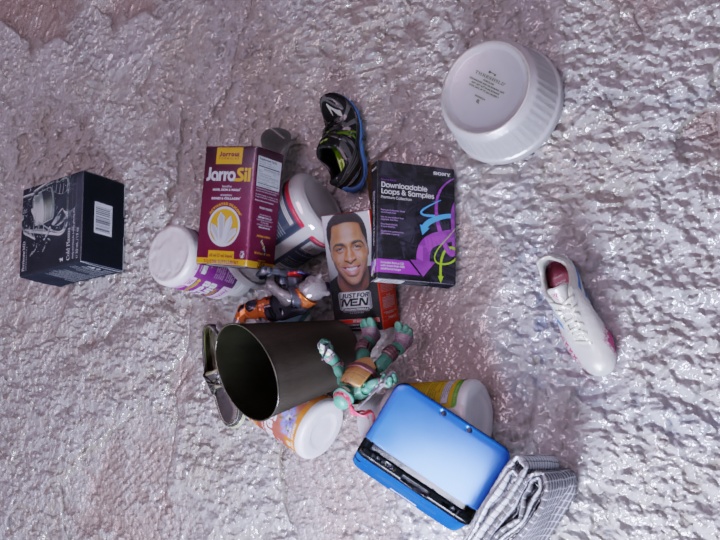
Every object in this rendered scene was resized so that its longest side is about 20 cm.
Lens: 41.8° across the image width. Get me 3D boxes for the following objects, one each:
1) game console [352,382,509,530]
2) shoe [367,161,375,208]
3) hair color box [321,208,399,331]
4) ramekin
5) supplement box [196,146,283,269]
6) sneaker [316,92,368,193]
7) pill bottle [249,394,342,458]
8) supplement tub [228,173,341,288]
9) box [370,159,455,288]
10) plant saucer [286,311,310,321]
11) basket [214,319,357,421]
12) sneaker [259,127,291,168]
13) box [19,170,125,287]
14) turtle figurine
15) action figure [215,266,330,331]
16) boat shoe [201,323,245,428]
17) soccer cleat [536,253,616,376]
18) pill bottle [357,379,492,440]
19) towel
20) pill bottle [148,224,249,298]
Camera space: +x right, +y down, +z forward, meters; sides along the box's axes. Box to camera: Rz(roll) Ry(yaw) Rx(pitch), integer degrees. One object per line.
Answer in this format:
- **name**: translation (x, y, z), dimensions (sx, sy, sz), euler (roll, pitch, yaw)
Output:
- **game console**: translation (0.103, 0.287, 1.435), dimensions (0.199, 0.171, 0.119), euler (33, 70, 7)
- **shoe**: translation (0.059, -0.102, 1.629), dimensions (0.070, 0.053, 0.202), euler (115, 142, -57)
- **hair color box**: translation (0.000, 0.000, 1.602), dimensions (0.101, 0.061, 0.203), euler (-6, 93, 32)
- **ramekin**: translation (0.221, -0.282, 1.534), dimensions (0.201, 0.094, 0.205), euler (-8, 76, 32)
- **supplement box**: translation (-0.205, -0.105, 1.600), dimensions (0.109, 0.085, 0.203), euler (3, 87, 28)
- **sneaker**: translation (-0.041, -0.236, 1.695), dimensions (0.071, 0.082, 0.202), euler (-31, 62, 44)
- **pill bottle**: translation (-0.135, 0.233, 1.639), dimensions (0.199, 0.112, 0.113), euler (27, 94, 34)
- **supplement tub**: translation (-0.142, -0.069, 1.693), dimensions (0.199, 0.140, 0.142), euler (-31, 64, 23)
- **box**: translation (0.087, -0.077, 1.553), dimensions (0.036, 0.141, 0.202), euler (146, 126, -66)
- **plant saucer**: translation (-0.162, 0.129, 1.666), dimensions (0.069, 0.019, 0.200), euler (4, 42, 38)
- **basket**: translation (-0.108, 0.150, 1.538), dimensions (0.180, 0.199, 0.137), euler (42, 124, 37)
- **sneaker**: translation (-0.175, -0.176, 1.736), dimensions (0.070, 0.081, 0.201), euler (17, 46, 9)
- **box**: translation (-0.615, -0.086, 2.015), dimensions (0.195, 0.124, 0.202), euler (-12, 73, 32)
- **turtle figurine**: translation (0.000, 0.154, 1.481), dimensions (0.148, 0.200, 0.101), euler (22, 131, 18)
- **action figure**: translation (-0.124, 0.062, 1.622), dimensions (0.193, 0.199, 0.106), euler (-30, 67, 31)
- **boat shoe**: translation (-0.263, 0.196, 1.757), dimensions (0.073, 0.065, 0.202), euler (-26, 68, 24)
- **soccer cleat**: translation (0.313, 0.064, 1.402), dimensions (0.070, 0.086, 0.202), euler (-32, 64, 23)
- **pill bottle**: translation (0.099, 0.233, 1.488), dimensions (0.198, 0.111, 0.112), euler (-8, 75, 31)
- **towel**: translation (0.224, 0.362, 1.349), dimensions (0.085, 0.165, 0.201), euler (33, 98, 27)
- **pill bottle**: translation (-0.285, -0.009, 1.736), dimensions (0.111, 0.199, 0.114), euler (-8, 74, 31)
